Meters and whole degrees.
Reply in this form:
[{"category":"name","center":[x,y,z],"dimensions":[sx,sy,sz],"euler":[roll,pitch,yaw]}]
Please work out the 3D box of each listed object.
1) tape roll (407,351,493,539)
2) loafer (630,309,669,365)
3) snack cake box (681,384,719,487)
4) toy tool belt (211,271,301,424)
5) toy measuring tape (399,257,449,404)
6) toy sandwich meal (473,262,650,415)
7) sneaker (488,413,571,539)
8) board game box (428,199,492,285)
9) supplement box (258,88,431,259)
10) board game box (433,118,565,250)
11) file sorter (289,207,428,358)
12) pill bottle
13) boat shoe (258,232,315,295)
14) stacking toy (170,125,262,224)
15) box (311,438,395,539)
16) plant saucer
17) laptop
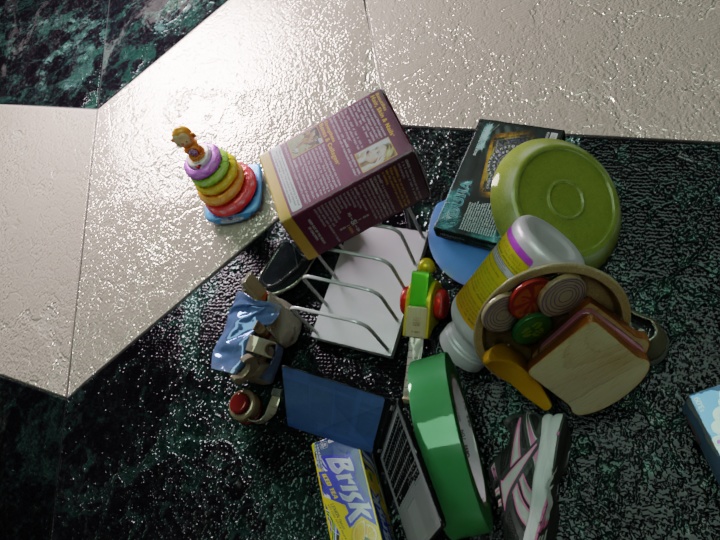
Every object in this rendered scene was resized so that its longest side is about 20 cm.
[{"category":"tape roll","center":[0.105,0.201,0.714],"dimensions":[0.047,0.201,0.204],"euler":[-16,60,11]},{"category":"loafer","center":[0.296,0.053,0.788],"dimensions":[0.197,0.070,0.076],"euler":[20,74,29]},{"category":"snack cake box","center":[0.446,0.217,0.649],"dimensions":[0.113,0.067,0.203],"euler":[-21,59,10]},{"category":"toy tool belt","center":[-0.171,0.115,0.912],"dimensions":[0.122,0.123,0.204],"euler":[6,68,24]},{"category":"toy measuring tape","center":[0.089,0.085,0.873],"dimensions":[0.072,0.073,0.205],"euler":[5,89,23]},{"category":"toy sandwich meal","center":[0.228,0.085,0.705],"dimensions":[0.201,0.208,0.071],"euler":[-17,33,13]},{"category":"sneaker","center":[0.191,0.267,0.732],"dimensions":[0.085,0.081,0.203],"euler":[3,58,35]},{"category":"board game box","center":[0.200,-0.054,0.896],"dimensions":[0.196,0.039,0.161],"euler":[-23,57,9]},{"category":"supplement box","center":[-0.022,-0.130,0.841],"dimensions":[0.197,0.104,0.133],"euler":[-26,56,6]},{"category":"board game box","center":[0.202,-0.126,0.891],"dimensions":[0.133,0.028,0.203],"euler":[16,70,28]},{"category":"file sorter","center":[0.000,0.000,0.900],"dimensions":[0.136,0.125,0.204],"euler":[10,68,25]},{"category":"pill bottle","center":[0.184,0.037,0.780],"dimensions":[0.201,0.103,0.105],"euler":[-55,51,30]},{"category":"boat shoe","center":[-0.098,-0.042,0.997],"dimensions":[0.200,0.062,0.075],"euler":[-44,59,-1]},{"category":"stacking toy","center":[-0.257,-0.176,1.044],"dimensions":[0.113,0.201,0.112],"euler":[-9,61,15]},{"category":"box","center":[-0.003,0.313,0.782],"dimensions":[0.069,0.064,0.203],"euler":[-22,58,9]},{"category":"plant saucer","center":[0.273,-0.091,0.832],"dimensions":[0.195,0.031,0.205],"euler":[3,76,-11]},{"category":"laptop","center":[-0.007,0.218,0.681],"dimensions":[0.113,0.189,0.203],"euler":[-14,59,-13]}]
